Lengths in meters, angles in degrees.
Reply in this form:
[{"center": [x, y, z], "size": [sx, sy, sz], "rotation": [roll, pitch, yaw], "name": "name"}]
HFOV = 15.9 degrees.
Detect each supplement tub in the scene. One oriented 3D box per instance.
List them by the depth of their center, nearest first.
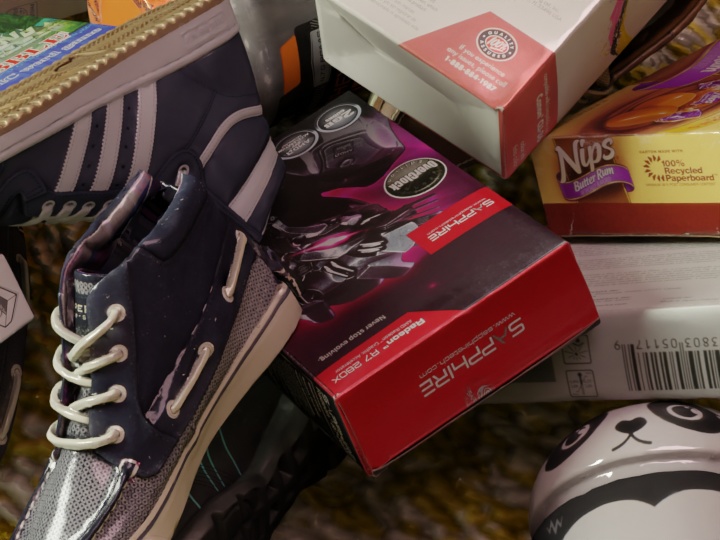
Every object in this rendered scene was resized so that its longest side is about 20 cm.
[{"center": [-0.030, -0.145, 1.305], "size": [0.200, 0.123, 0.123], "rotation": [-25, 59, -22], "name": "supplement tub"}]

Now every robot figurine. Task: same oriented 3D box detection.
[{"center": [0.135, 0.151, 1.096], "size": [0.150, 0.125, 0.200], "rotation": [15, 50, -22], "name": "robot figurine"}]

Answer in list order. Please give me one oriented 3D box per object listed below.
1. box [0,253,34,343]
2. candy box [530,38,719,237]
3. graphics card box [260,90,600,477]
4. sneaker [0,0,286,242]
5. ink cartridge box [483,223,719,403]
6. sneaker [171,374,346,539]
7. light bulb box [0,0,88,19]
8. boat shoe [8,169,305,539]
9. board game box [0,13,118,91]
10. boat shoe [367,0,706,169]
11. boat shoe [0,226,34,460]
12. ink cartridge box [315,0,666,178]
[{"center": [-0.242, 0.024, 1.140], "size": [0.110, 0.035, 0.200], "rotation": [-38, 28, -29], "name": "box"}, {"center": [0.190, -0.072, 1.251], "size": [0.117, 0.057, 0.200], "rotation": [1, 23, 45], "name": "candy box"}, {"center": [0.000, 0.000, 1.153], "size": [0.125, 0.051, 0.200], "rotation": [-33, 35, -12], "name": "graphics card box"}, {"center": [-0.114, -0.035, 1.110], "size": [0.200, 0.109, 0.070], "rotation": [-34, 20, -32], "name": "sneaker"}, {"center": [0.144, 0.006, 1.200], "size": [0.162, 0.057, 0.200], "rotation": [-4, 13, 28], "name": "ink cartridge box"}, {"center": [-0.071, 0.097, 1.160], "size": [0.079, 0.076, 0.200], "rotation": [19, 44, 21], "name": "sneaker"}, {"center": [-0.140, -0.256, 1.375], "size": [0.200, 0.125, 0.198], "rotation": [-19, 57, -18], "name": "light bulb box"}, {"center": [-0.106, 0.050, 1.051], "size": [0.075, 0.093, 0.200], "rotation": [3, 52, 41], "name": "boat shoe"}, {"center": [-0.225, -0.059, 1.200], "size": [0.200, 0.041, 0.199], "rotation": [-33, 24, -27], "name": "board game box"}, {"center": [0.091, -0.111, 1.273], "size": [0.200, 0.076, 0.074], "rotation": [-38, 27, -16], "name": "boat shoe"}, {"center": [-0.184, 0.012, 1.208], "size": [0.060, 0.074, 0.200], "rotation": [39, 32, -32], "name": "boat shoe"}, {"center": [0.086, -0.155, 1.225], "size": [0.116, 0.068, 0.200], "rotation": [35, 70, 21], "name": "ink cartridge box"}]
